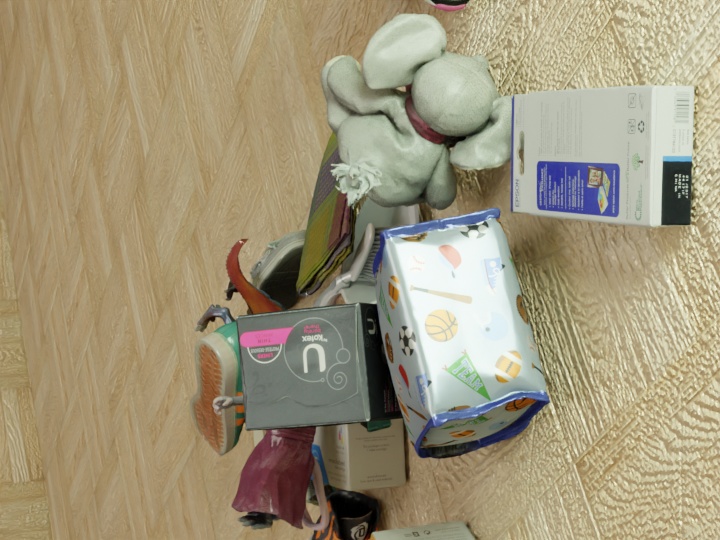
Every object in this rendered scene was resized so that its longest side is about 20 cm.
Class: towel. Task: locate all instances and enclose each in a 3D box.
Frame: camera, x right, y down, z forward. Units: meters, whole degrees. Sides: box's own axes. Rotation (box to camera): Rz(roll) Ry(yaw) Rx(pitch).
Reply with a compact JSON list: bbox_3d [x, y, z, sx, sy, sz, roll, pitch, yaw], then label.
[{"bbox_3d":[-0.023,-0.080,1.497,0.144,0.023,0.201,131,153,-57],"label":"towel"}]

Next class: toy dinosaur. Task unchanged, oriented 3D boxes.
[{"bbox_3d":[-0.094,0.091,1.610,0.181,0.105,0.200,35,155,14],"label":"toy dinosaur"}]

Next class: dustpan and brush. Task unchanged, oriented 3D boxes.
[{"bbox_3d":[0.000,0.000,1.448,0.200,0.057,0.140,118,155,-51],"label":"dustpan and brush"}]

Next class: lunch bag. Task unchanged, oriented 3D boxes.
[{"bbox_3d":[0.078,0.061,1.213,0.200,0.123,0.171,109,150,-70],"label":"lunch bag"}]

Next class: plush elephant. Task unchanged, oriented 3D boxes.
[{"bbox_3d":[0.056,-0.136,1.236,0.165,0.155,0.200,51,-161,-10],"label":"plush elephant"}]

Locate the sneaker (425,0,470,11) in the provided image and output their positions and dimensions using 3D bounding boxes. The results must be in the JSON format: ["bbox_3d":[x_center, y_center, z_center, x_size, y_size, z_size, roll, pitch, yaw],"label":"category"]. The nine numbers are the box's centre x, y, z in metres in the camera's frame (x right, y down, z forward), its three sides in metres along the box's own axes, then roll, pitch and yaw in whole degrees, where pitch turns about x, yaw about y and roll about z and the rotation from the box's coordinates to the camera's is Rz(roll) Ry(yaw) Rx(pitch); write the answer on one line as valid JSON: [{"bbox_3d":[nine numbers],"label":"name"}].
[{"bbox_3d":[0.078,-0.326,1.234,0.087,0.073,0.201,169,102,-73],"label":"sneaker"}]

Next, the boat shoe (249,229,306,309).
[{"bbox_3d":[-0.093,-0.006,1.689,0.202,0.074,0.065,124,134,-66],"label":"boat shoe"}]

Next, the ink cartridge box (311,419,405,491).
[{"bbox_3d":[-0.008,0.121,1.503,0.116,0.067,0.201,175,93,-67],"label":"ink cartridge box"}]

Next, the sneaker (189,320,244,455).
[{"bbox_3d":[-0.136,0.128,1.582,0.071,0.080,0.200,45,147,25],"label":"sneaker"}]

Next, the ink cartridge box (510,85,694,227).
[{"bbox_3d":[0.175,-0.086,1.076,0.200,0.039,0.100,-166,74,-65],"label":"ink cartridge box"}]

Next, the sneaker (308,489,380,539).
[{"bbox_3d":[-0.009,0.314,1.516,0.200,0.077,0.112,-118,33,-46],"label":"sneaker"}]

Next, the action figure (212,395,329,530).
[{"bbox_3d":[-0.065,0.164,1.460,0.134,0.149,0.201,12,85,59],"label":"action figure"}]

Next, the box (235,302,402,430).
[{"bbox_3d":[-0.017,0.088,1.327,0.200,0.122,0.106,9,-105,-70],"label":"box"}]

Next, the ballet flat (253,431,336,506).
[{"bbox_3d":[-0.080,0.203,1.593,0.074,0.074,0.200,53,165,53],"label":"ballet flat"}]

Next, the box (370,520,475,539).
[{"bbox_3d":[0.079,0.337,1.282,0.200,0.097,0.125,-126,40,-52],"label":"box"}]
